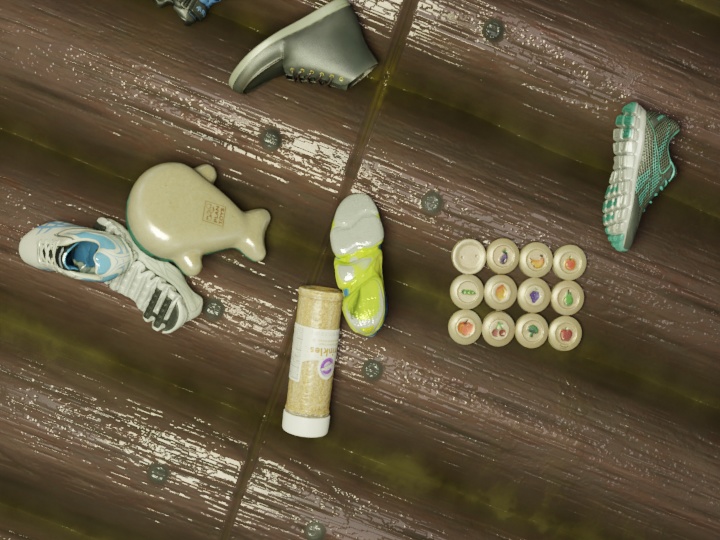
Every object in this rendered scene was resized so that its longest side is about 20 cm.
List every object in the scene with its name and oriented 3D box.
[{"bbox_3d":[0.224,0.034,1.209,0.194,0.017,0.158,4,95,-1],"label":"memory tile"},{"bbox_3d":[0.394,-0.125,1.171,0.089,0.078,0.205,8,96,-6],"label":"sneaker"},{"bbox_3d":[-0.224,-0.065,1.161,0.196,0.103,0.163,13,69,-25],"label":"whale figurine"},{"bbox_3d":[-0.395,-0.026,1.137,0.196,0.072,0.074,6,98,29],"label":"sneaker"},{"bbox_3d":[-0.298,0.004,1.172,0.200,0.081,0.076,45,116,14],"label":"sneaker"},{"bbox_3d":[-0.067,0.126,1.186,0.066,0.068,0.206,7,95,-2],"label":"sprinkles bottle"},{"bbox_3d":[-0.076,-0.273,1.145,0.198,0.075,0.108,-32,93,1],"label":"sneaker"},{"bbox_3d":[0.000,0.000,1.180,0.074,0.106,0.205,-3,66,5],"label":"sneaker"},{"bbox_3d":[-0.193,-0.372,1.132,0.196,0.077,0.114,19,89,2],"label":"sneaker"}]
